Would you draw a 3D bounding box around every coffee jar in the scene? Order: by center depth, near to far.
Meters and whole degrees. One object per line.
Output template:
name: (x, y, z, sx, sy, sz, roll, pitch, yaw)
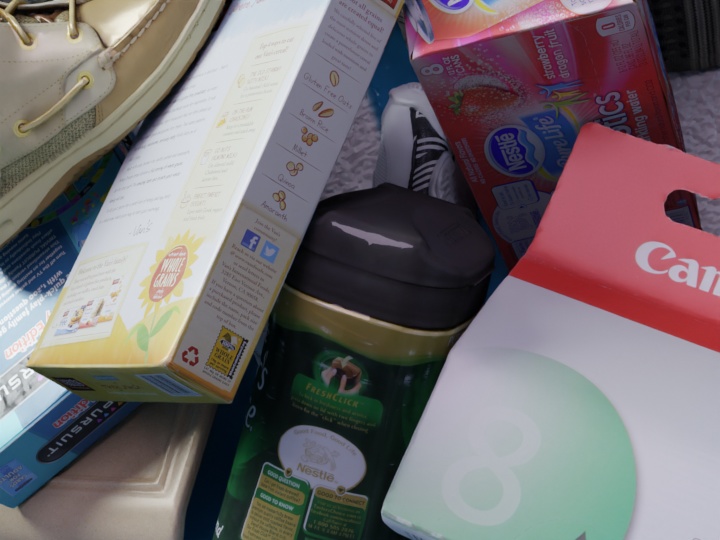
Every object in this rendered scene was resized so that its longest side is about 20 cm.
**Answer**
coffee jar: (-0.005, 0.064, 0.824, 0.085, 0.104, 0.200, 18, 105, 13)

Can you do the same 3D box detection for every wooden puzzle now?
wooden puzzle: (-0.137, 0.046, 0.964, 0.185, 0.037, 0.200, -1, 65, 32)

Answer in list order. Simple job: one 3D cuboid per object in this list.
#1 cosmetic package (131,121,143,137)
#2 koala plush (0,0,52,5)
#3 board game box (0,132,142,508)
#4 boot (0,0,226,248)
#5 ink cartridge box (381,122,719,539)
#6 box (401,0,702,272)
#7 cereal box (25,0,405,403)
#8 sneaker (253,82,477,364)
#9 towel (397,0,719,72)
cosmetic package: (-0.130, -0.115, 1.049, 0.200, 0.071, 0.102, 26, 72, 29)
koala plush: (-0.126, -0.217, 0.977, 0.177, 0.184, 0.200, 4, 19, -11)
board game box: (-0.167, -0.008, 0.945, 0.151, 0.047, 0.200, -39, 58, 9)
boot: (-0.169, -0.116, 0.860, 0.200, 0.155, 0.073, -42, 25, 16)
ink cartridge box: (0.122, 0.043, 0.768, 0.161, 0.050, 0.200, 20, 80, 19)
box: (0.089, -0.091, 0.881, 0.102, 0.200, 0.095, -14, 59, 12)
cereal box: (-0.062, -0.040, 0.818, 0.144, 0.040, 0.200, -4, 58, 59)
sneaker: (0.000, 0.000, 0.933, 0.115, 0.075, 0.200, -12, 60, 10)
towel: (0.106, -0.150, 0.913, 0.192, 0.200, 0.035, -12, 59, 8)
